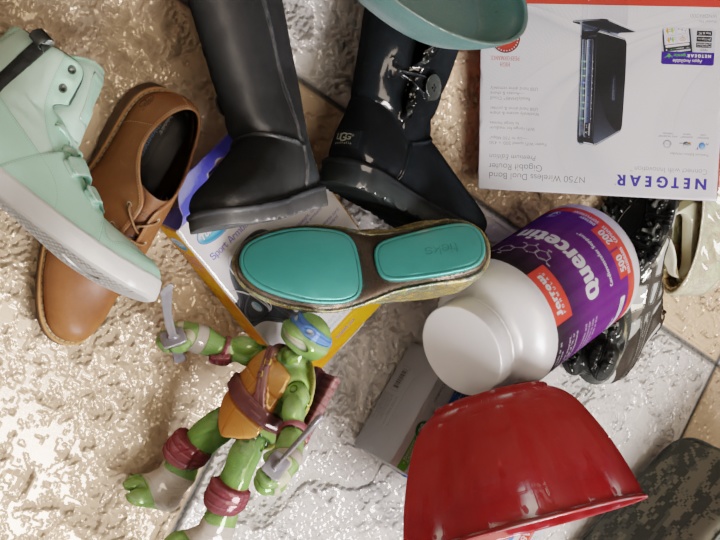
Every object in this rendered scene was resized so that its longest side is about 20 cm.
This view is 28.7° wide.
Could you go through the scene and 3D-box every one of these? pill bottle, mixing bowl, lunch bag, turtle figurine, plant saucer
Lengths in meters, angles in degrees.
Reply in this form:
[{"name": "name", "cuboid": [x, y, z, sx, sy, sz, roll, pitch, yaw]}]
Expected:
[{"name": "pill bottle", "cuboid": [0.141, 0.027, 1.166, 0.199, 0.112, 0.113, -31, 119, -44]}, {"name": "mixing bowl", "cuboid": [0.116, 0.153, 1.112, 0.199, 0.200, 0.109, -5, 73, -33]}, {"name": "lunch bag", "cuboid": [0.322, 0.292, 1.366, 0.200, 0.139, 0.168, -44, 121, -16]}, {"name": "turtle figurine", "cuboid": [-0.109, 0.110, 1.011, 0.143, 0.200, 0.195, 32, 106, 2]}, {"name": "plant saucer", "cuboid": [0.036, -0.230, 1.044, 0.199, 0.201, 0.036, 13, 134, -35]}]

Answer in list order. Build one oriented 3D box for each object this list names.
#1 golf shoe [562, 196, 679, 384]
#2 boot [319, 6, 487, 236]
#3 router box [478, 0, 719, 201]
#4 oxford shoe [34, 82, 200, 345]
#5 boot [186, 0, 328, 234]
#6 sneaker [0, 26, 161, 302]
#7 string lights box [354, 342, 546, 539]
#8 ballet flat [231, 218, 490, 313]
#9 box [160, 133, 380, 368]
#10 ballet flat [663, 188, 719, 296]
[{"name": "golf shoe", "cuboid": [0.246, 0.009, 1.296, 0.094, 0.077, 0.202, 23, 91, -53]}, {"name": "boot", "cuboid": [0.056, -0.118, 1.122, 0.199, 0.076, 0.170, 26, 78, -48]}, {"name": "router box", "cuboid": [0.198, -0.154, 1.146, 0.049, 0.198, 0.181, -41, 132, -68]}, {"name": "oxford shoe", "cuboid": [-0.172, -0.037, 0.996, 0.071, 0.071, 0.202, 23, 90, -37]}, {"name": "boot", "cuboid": [-0.089, -0.133, 0.967, 0.165, 0.065, 0.202, -25, 106, -71]}, {"name": "sneaker", "cuboid": [-0.188, -0.076, 0.940, 0.200, 0.074, 0.118, 41, 74, -6]}, {"name": "string lights box", "cuboid": [0.099, 0.157, 1.231, 0.200, 0.059, 0.103, 35, 81, -34]}, {"name": "ballet flat", "cuboid": [0.000, 0.000, 1.071, 0.198, 0.071, 0.071, -6, 106, -11]}, {"name": "box", "cuboid": [-0.066, -0.020, 1.091, 0.119, 0.041, 0.200, -46, 120, -16]}, {"name": "ballet flat", "cuboid": [0.308, -0.068, 1.314, 0.062, 0.067, 0.202, -12, 108, -20]}]
